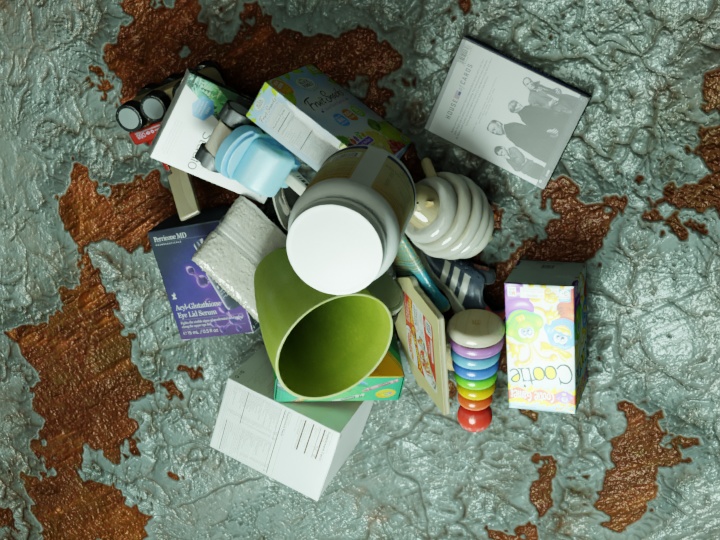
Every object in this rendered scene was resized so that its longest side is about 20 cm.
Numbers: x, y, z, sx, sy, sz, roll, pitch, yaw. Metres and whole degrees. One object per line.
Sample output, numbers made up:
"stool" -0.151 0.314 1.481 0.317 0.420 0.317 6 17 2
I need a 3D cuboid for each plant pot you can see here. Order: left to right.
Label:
"plant pot" -0.080 0.058 1.518 0.200 0.187 0.188 50 130 45

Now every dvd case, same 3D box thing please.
"dvd case" 0.208 -0.226 1.455 0.200 0.025 0.151 29 118 10

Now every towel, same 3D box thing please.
"towel" -0.161 -0.005 1.608 0.200 0.133 0.034 46 160 -28
"towel" 0.061 -0.028 1.531 0.022 0.147 0.200 -33 101 -10

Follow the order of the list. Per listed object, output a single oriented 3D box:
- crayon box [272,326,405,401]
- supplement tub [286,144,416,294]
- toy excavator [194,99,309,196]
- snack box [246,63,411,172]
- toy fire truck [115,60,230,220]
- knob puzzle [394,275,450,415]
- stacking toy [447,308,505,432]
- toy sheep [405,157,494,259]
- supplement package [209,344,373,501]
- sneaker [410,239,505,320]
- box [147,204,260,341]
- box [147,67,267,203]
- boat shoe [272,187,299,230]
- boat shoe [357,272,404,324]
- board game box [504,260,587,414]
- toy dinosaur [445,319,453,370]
"crayon box" -0.039 0.143 1.596 0.199 0.119 0.058 1 132 -11
"supplement tub" -0.012 -0.067 1.317 0.144 0.200 0.145 6 117 11
"toy excavator" -0.113 -0.141 1.486 0.200 0.194 0.100 46 113 26
"snack box" -0.042 -0.207 1.481 0.200 0.169 0.068 37 118 4
"toy fire truck" -0.273 -0.202 1.614 0.176 0.129 0.200 -15 116 26
"knob puzzle" 0.094 0.092 1.539 0.030 0.220 0.220 -16 108 -14
"stacking toy" 0.173 0.162 1.529 0.085 0.085 0.201 8 122 19
"toy sheep" 0.128 -0.080 1.472 0.138 0.200 0.138 -19 64 45
"supplement package" -0.104 0.232 1.666 0.200 0.191 0.147 25 119 12
"sneaker" 0.155 0.001 1.545 0.084 0.075 0.200 -33 99 20
"box" -0.241 0.001 1.681 0.148 0.104 0.201 -9 107 25
"box" -0.203 -0.202 1.550 0.200 0.036 0.145 21 109 -28
"boat shoe" -0.076 -0.058 1.608 0.057 0.067 0.200 -3 117 41
"boat shoe" 0.000 0.000 1.577 0.201 0.072 0.061 59 159 28
"board game box" 0.277 0.097 1.509 0.105 0.103 0.201 2 111 21
"toy dinosaur" 0.159 0.133 1.610 0.200 0.058 0.101 47 135 8
